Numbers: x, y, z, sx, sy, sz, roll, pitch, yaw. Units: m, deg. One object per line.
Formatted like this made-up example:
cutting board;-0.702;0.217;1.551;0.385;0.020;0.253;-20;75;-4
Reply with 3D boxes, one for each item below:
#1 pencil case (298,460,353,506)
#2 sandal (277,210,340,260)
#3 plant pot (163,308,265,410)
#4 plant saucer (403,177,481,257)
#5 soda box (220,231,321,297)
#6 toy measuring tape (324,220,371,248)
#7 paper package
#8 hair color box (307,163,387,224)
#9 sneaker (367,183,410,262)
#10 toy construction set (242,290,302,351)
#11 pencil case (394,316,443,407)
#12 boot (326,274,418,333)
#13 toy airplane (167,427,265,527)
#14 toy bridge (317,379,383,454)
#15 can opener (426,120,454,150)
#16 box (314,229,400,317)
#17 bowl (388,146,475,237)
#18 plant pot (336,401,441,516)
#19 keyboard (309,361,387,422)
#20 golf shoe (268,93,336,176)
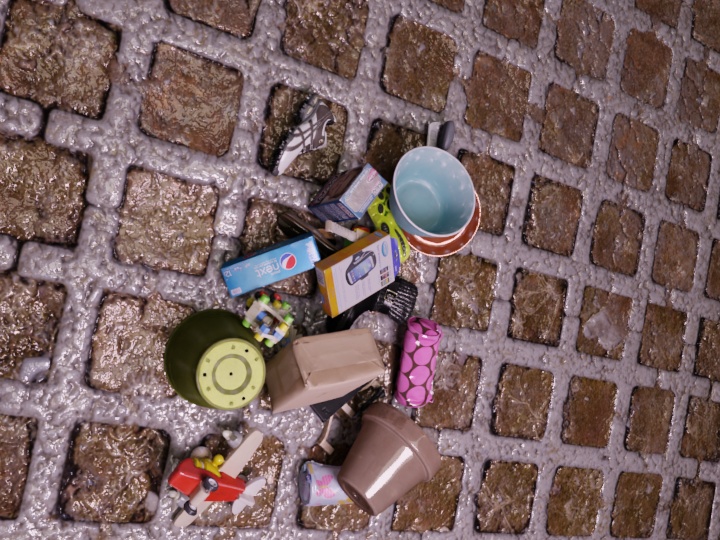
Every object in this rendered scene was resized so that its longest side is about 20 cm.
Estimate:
pencil case;-0.040;0.472;1.345;0.197;0.084;0.092;7;46;-24
sandal;-0.094;-0.067;1.319;0.199;0.081;0.055;39;54;-13
plant pot;-0.268;0.185;1.170;0.197;0.192;0.204;-1;92;-25
plant saucer;0.185;-0.133;1.422;0.196;0.032;0.204;-1;107;-2
soda box;-0.181;-0.014;1.238;0.197;0.068;0.065;-19;104;-3
toy measuring tape;-0.027;-0.066;1.291;0.199;0.073;0.075;18;83;-49
paper package;-0.080;0.203;1.231;0.188;0.200;0.105;-5;68;-33
hair color box;-0.032;-0.157;1.264;0.060;0.199;0.101;41;75;-19
sneaker;0.057;-0.108;1.381;0.073;0.084;0.203;-14;79;-5
toy construction set;-0.171;0.108;1.235;0.131;0.200;0.092;40;82;20
pencil case;0.137;0.211;1.387;0.092;0.091;0.203;11;113;10
boot;0.032;0.087;1.367;0.157;0.079;0.213;38;76;-21
toy airplane;-0.290;0.413;1.213;0.198;0.141;0.201;-21;138;-31
toy bridge;-0.030;0.317;1.374;0.067;0.027;0.200;47;72;-17
can opener;0.179;-0.256;1.438;0.052;0.066;0.204;6;94;-23
box;0.000;0.000;1.269;0.198;0.041;0.121;-30;130;-30
bowl;0.141;-0.156;1.319;0.197;0.105;0.205;6;74;-20
plant pot;0.046;0.409;1.271;0.174;0.199;0.202;-43;108;-27
keyboard;-0.018;0.268;1.360;0.199;0.021;0.127;-38;81;-22
golf shoe;-0.120;-0.276;1.289;0.094;0.077;0.202;34;79;-22
